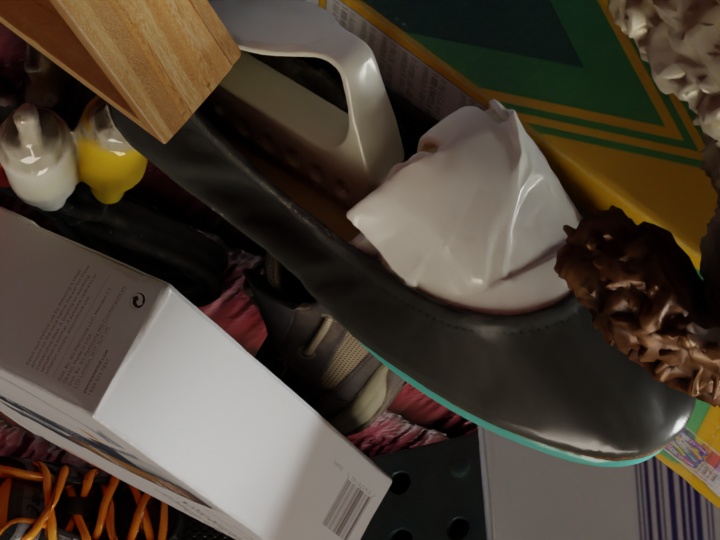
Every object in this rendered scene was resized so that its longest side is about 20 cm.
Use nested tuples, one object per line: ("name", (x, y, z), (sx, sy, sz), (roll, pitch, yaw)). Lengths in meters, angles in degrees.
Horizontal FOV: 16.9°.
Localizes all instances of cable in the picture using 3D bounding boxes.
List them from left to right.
("cable", (-0.102, -0.021, 0.806), (0.096, 0.051, 0.200), (0, 155, 7))

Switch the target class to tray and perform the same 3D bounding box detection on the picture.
("tray", (-0.101, -0.111, 0.567), (0.098, 0.037, 0.200), (36, 171, 27))

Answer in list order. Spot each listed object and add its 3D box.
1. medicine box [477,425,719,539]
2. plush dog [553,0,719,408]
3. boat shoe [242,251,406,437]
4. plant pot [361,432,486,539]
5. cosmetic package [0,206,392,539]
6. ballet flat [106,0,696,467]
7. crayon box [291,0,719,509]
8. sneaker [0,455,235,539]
("medicine box", (0.136, 0.078, 0.908), (0.181, 0.104, 0.200), (-4, 177, 3))
("plush dog", (0.130, -0.049, 0.558), (0.199, 0.161, 0.173), (-19, 128, -19))
("boat shoe", (0.000, 0.000, 0.857), (0.073, 0.075, 0.200), (33, 149, -12))
("plant pot", (0.062, 0.161, 1.117), (0.140, 0.142, 0.200), (-15, 145, 23))
("cosmetic package", (-0.093, 0.034, 0.837), (0.150, 0.052, 0.200), (26, 170, 30))
("ballet flat", (0.005, -0.022, 0.642), (0.199, 0.068, 0.069), (33, 144, 24))
("crayon box", (0.067, -0.017, 0.696), (0.200, 0.052, 0.126), (38, 158, 13))
("sneaker", (-0.127, 0.117, 1.068), (0.199, 0.079, 0.077), (-7, 145, 6))
